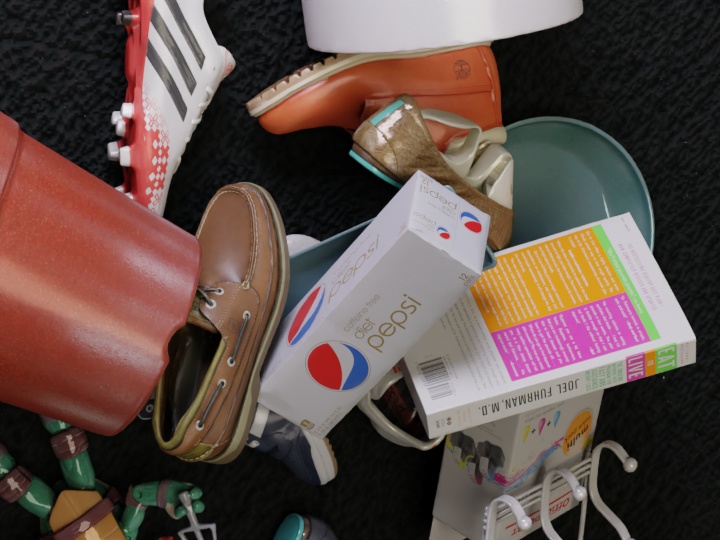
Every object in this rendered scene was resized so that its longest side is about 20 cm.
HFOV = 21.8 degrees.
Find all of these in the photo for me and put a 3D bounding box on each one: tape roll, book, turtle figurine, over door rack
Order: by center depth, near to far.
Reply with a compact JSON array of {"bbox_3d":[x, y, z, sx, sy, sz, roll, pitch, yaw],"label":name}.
[{"bbox_3d":[0.056,-0.205,1.314,0.200,0.202,0.072,-13,105,-18],"label":"tape roll"},{"bbox_3d":[0.124,0.040,1.339,0.198,0.134,0.048,-14,131,-6],"label":"book"},{"bbox_3d":[-0.200,0.184,1.350,0.149,0.101,0.201,-38,97,-25],"label":"turtle figurine"},{"bbox_3d":[0.140,0.240,1.416,0.147,0.066,0.202,-18,132,-45],"label":"over door rack"}]

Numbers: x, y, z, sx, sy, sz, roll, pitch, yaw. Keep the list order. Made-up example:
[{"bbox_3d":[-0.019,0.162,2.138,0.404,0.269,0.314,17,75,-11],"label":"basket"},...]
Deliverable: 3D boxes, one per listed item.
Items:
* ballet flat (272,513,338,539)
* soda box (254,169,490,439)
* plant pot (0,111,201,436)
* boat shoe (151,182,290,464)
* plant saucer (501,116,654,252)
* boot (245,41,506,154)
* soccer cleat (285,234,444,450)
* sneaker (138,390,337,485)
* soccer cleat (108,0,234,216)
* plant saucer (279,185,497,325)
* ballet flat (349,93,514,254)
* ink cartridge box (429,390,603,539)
[{"bbox_3d":[-0.073,0.284,1.438,0.073,0.073,0.201,35,85,-24],"label":"ballet flat"},{"bbox_3d":[0.005,0.027,1.293,0.063,0.068,0.200,31,127,-15],"label":"soda box"},{"bbox_3d":[-0.223,0.006,1.238,0.194,0.201,0.202,26,91,-19],"label":"plant pot"},{"bbox_3d":[-0.100,0.033,1.297,0.068,0.071,0.202,19,73,-56],"label":"boat shoe"},{"bbox_3d":[0.137,-0.023,1.473,0.198,0.036,0.202,-4,103,-20],"label":"plant saucer"},{"bbox_3d":[0.017,-0.115,1.373,0.198,0.075,0.108,-15,93,-17],"label":"boot"},{"bbox_3d":[0.000,0.055,1.408,0.068,0.085,0.201,-38,112,-10],"label":"soccer cleat"},{"bbox_3d":[-0.108,0.101,1.382,0.108,0.070,0.201,-39,105,-15],"label":"sneaker"},{"bbox_3d":[-0.131,-0.125,1.321,0.084,0.069,0.202,0,97,-17],"label":"soccer cleat"},{"bbox_3d":[0.000,0.000,1.335,0.199,0.019,0.070,-24,111,27],"label":"plant saucer"},{"bbox_3d":[0.068,-0.071,1.348,0.073,0.068,0.200,-52,137,4],"label":"ballet flat"},{"bbox_3d":[0.122,0.136,1.435,0.115,0.068,0.202,-21,129,-44],"label":"ink cartridge box"}]
